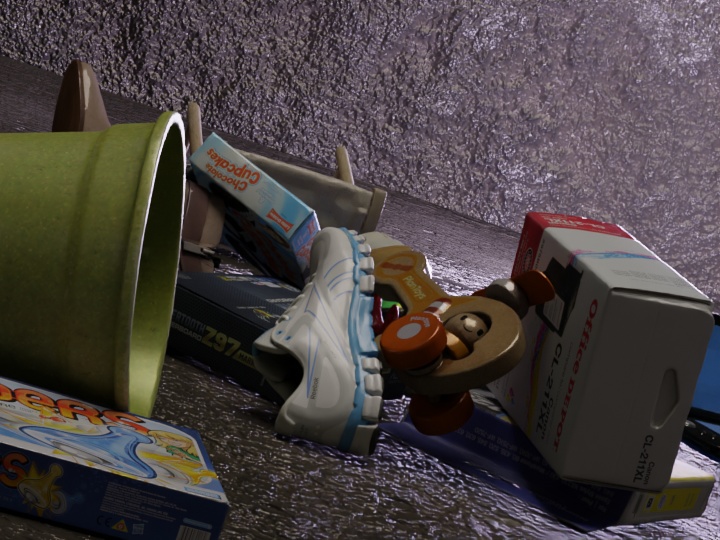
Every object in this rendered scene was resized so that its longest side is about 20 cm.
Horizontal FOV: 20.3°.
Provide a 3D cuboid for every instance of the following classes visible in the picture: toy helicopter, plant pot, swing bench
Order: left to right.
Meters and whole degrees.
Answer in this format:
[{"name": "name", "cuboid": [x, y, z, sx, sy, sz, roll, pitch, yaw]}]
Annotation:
[{"name": "plant pot", "cuboid": [-0.211, -0.007, 1.207, 0.183, 0.202, 0.200, 8, 7, 1]}, {"name": "swing bench", "cuboid": [-0.102, -0.079, 2.195, 0.198, 0.130, 0.200, 17, 13, -18]}, {"name": "toy helicopter", "cuboid": [0.064, 0.028, 1.480, 0.132, 0.079, 0.200, -28, 29, -7]}]

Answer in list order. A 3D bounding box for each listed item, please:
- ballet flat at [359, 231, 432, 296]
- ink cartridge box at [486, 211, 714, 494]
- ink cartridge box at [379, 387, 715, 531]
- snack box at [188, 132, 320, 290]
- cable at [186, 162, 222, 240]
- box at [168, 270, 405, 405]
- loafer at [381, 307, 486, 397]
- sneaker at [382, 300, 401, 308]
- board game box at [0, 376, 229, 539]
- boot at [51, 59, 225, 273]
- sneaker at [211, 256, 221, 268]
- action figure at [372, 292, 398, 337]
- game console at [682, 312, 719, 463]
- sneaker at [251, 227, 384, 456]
[{"name": "ballet flat", "cuboid": [0.000, 0.000, 1.667, 0.068, 0.063, 0.200, -7, -9, -23]}, {"name": "ink cartridge box", "cuboid": [0.169, 0.055, 1.463, 0.082, 0.147, 0.200, 10, 14, -15]}, {"name": "ink cartridge box", "cuboid": [0.141, 0.137, 1.519, 0.197, 0.047, 0.200, 24, 7, 31]}, {"name": "snack box", "cuboid": [-0.083, -0.039, 1.763, 0.116, 0.037, 0.200, 38, -12, 16]}, {"name": "cable", "cuboid": [-0.189, -0.072, 1.875, 0.162, 0.051, 0.200, 12, -19, -15]}, {"name": "box", "cuboid": [-0.063, 0.052, 1.578, 0.157, 0.051, 0.200, 26, 11, 25]}, {"name": "loafer", "cuboid": [0.086, 0.080, 1.695, 0.199, 0.076, 0.067, 15, -5, 0]}, {"name": "sneaker", "cuboid": [0.013, 0.046, 1.812, 0.083, 0.075, 0.200, 4, 7, -3]}, {"name": "board game box", "cuboid": [-0.176, 0.093, 1.063, 0.199, 0.035, 0.135, 17, 8, -15]}, {"name": "boot", "cuboid": [-0.184, -0.066, 1.671, 0.145, 0.201, 0.070, 10, -16, -24]}, {"name": "sneaker", "cuboid": [-0.199, -0.028, 1.735, 0.113, 0.076, 0.200, 20, 6, 27]}, {"name": "action figure", "cuboid": [0.111, 0.044, 1.600, 0.199, 0.099, 0.065, 23, 7, -23]}, {"name": "game console", "cuboid": [0.386, 0.122, 1.959, 0.199, 0.119, 0.171, 14, 8, -32]}, {"name": "sneaker", "cuboid": [-0.034, 0.041, 1.424, 0.086, 0.075, 0.201, 6, 43, -11]}]
